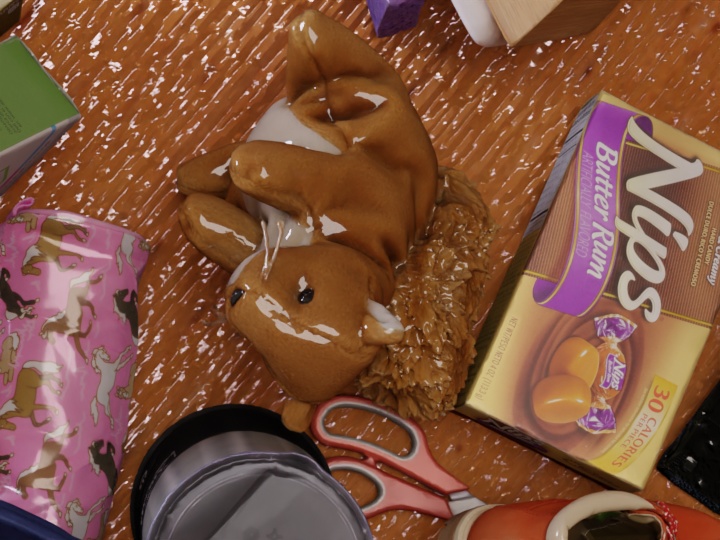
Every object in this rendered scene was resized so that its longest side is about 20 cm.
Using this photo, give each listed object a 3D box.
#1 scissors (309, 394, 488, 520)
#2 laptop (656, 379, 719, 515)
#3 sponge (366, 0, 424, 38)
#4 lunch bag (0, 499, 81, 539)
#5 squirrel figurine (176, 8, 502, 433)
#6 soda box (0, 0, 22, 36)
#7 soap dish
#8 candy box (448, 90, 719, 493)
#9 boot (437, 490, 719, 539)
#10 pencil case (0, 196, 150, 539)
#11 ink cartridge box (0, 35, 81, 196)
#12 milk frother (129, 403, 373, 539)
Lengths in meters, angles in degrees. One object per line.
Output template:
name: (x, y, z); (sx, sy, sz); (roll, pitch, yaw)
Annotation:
scissors: (0.061, 0.129, 1.339); (0.198, 0.014, 0.074); (17, 78, -5)
laptop: (0.300, 0.075, 1.390); (0.177, 0.103, 0.201); (34, 104, -3)
sponge: (-0.002, -0.238, 1.329); (0.030, 0.112, 0.202); (-15, 85, -3)
lunch bag: (-0.202, 0.175, 1.152); (0.199, 0.136, 0.133); (30, 98, -17)
squirrel figurine: (0.000, 0.000, 1.259); (0.199, 0.141, 0.187); (32, 32, -29)
soda box: (-0.280, -0.107, 1.286); (0.200, 0.068, 0.064); (-41, 90, -13)
soap dish: (0.088, -0.206, 1.298); (0.081, 0.200, 0.158); (-27, 89, 20)
candy box: (0.144, 0.013, 1.349); (0.116, 0.056, 0.201); (26, 80, -5)
boot: (0.151, 0.156, 1.283); (0.199, 0.107, 0.076); (4, 73, -36)
pencil case: (-0.170, 0.066, 1.276); (0.082, 0.086, 0.202); (3, 78, 33)
ink cartridge box: (-0.241, -0.046, 1.211); (0.104, 0.200, 0.059); (-40, 88, 31)
milk frother: (-0.021, 0.172, 1.227); (0.198, 0.188, 0.182); (4, 94, -7)
